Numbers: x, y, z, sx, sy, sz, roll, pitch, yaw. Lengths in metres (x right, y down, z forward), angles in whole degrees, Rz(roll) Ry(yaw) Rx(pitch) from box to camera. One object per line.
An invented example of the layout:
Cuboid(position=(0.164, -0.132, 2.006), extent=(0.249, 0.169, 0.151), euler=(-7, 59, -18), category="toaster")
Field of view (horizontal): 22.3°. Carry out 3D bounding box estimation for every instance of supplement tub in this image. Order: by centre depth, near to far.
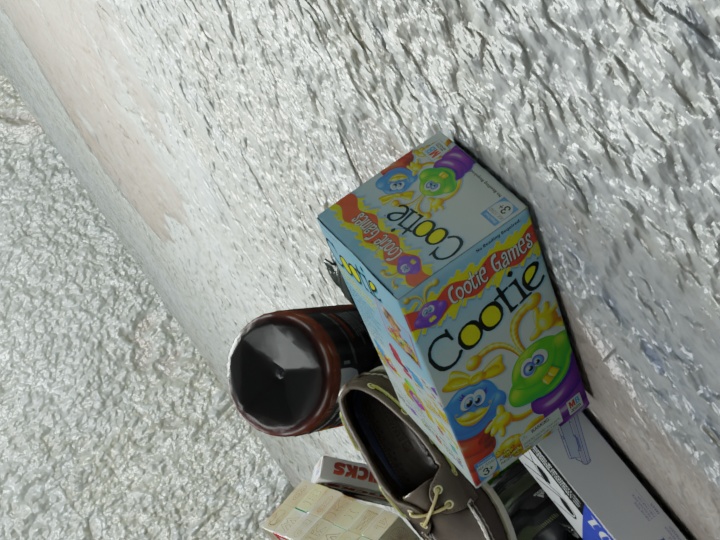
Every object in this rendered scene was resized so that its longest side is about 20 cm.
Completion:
Cuboid(position=(-0.024, 0.083, 1.591), extent=(0.107, 0.107, 0.200), euler=(52, -157, 17), category="supplement tub")

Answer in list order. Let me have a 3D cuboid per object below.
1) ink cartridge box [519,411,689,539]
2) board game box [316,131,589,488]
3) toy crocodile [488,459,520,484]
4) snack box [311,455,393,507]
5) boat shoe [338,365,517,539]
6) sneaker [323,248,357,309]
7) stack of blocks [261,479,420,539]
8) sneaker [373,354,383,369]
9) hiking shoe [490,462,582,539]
Cuboid(position=(0.169, 0.160, 1.305), extent=(0.200, 0.044, 0.094), euler=(51, 170, 22), category="ink cartridge box")
Cuboid(position=(0.065, 0.028, 1.210), extent=(0.105, 0.103, 0.201), euler=(45, 166, 43), category="board game box")
Cuboid(position=(0.087, 0.188, 1.531), extent=(0.062, 0.067, 0.201), euler=(44, 140, 35), category="toy crocodile")
Cuboid(position=(0.057, 0.199, 1.615), extent=(0.198, 0.025, 0.072), euler=(13, 163, -5), category="snack box")
Cuboid(position=(0.051, 0.166, 1.434), extent=(0.201, 0.072, 0.059), euler=(57, -154, 10), category="boat shoe")
Cuboid(position=(0.002, -0.002, 1.495), extent=(0.104, 0.060, 0.200), euler=(46, 176, 33), category="sneaker")
Cuboid(position=(0.007, 0.249, 1.536), extent=(0.115, 0.059, 0.200), euler=(49, 164, -18), category="stack of blocks")
Cuboid(position=(0.068, 0.116, 1.578), extent=(0.200, 0.069, 0.100), euler=(39, -134, -56), category="sneaker")
Cuboid(position=(0.150, 0.245, 1.498), extent=(0.101, 0.075, 0.201), euler=(46, 160, 37), category="hiking shoe")
